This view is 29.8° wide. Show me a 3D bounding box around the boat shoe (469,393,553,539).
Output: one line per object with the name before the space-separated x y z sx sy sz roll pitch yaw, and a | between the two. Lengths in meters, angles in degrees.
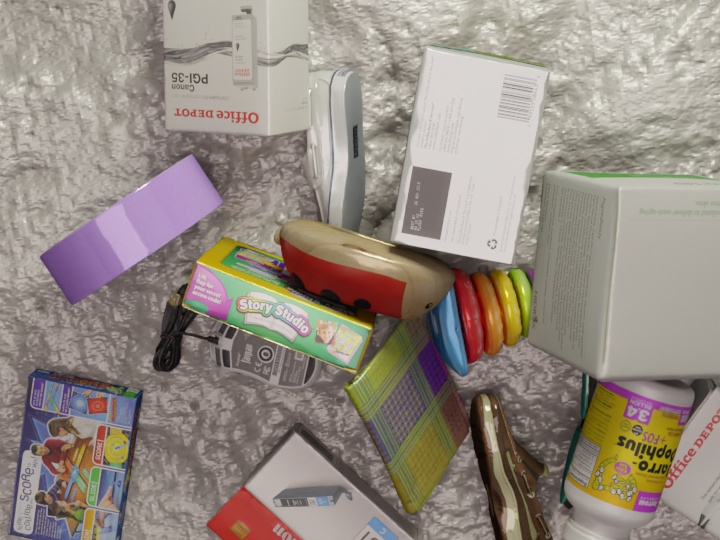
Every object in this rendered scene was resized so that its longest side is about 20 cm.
boat shoe | 0.179 0.233 1.564 0.074 0.075 0.205 -14 106 -7

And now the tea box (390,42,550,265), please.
tea box | 0.116 -0.129 1.428 0.132 0.197 0.202 11 102 3

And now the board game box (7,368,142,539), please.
board game box | -0.341 0.230 1.614 0.134 0.034 0.202 12 101 3

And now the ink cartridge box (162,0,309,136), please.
ink cartridge box | -0.134 -0.248 1.459 0.145 0.083 0.203 6 103 29

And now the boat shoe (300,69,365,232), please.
boat shoe | -0.034 -0.123 1.513 0.065 0.073 0.203 5 100 21

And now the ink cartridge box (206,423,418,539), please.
ink cartridge box | -0.060 0.313 1.605 0.200 0.045 0.176 42 100 -4

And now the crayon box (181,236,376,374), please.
crayon box | -0.082 0.035 1.487 0.198 0.173 0.059 21 102 0

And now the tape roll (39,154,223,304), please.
tape roll | -0.248 -0.045 1.470 0.199 0.200 0.066 -33 98 10

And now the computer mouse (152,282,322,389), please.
computer mouse | -0.137 0.088 1.570 0.198 0.044 0.111 16 97 7

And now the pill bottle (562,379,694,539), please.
pill bottle | 0.283 0.206 1.463 0.103 0.104 0.202 16 99 1

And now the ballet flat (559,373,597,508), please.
ballet flat | 0.275 0.180 1.543 0.072 0.073 0.202 8 99 3

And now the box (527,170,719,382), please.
box | 0.304 0.002 1.420 0.197 0.171 0.203 0 100 -19

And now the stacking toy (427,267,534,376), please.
stacking toy | 0.177 0.037 1.514 0.198 0.110 0.117 -13 99 -5

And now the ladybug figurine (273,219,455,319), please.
ladybug figurine | 0.000 0.000 1.431 0.198 0.136 0.073 17 94 10

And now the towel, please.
towel | 0.056 0.158 1.500 0.023 0.144 0.201 4 132 40

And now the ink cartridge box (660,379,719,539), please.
ink cartridge box | 0.433 0.229 1.530 0.199 0.084 0.147 34 102 -3
